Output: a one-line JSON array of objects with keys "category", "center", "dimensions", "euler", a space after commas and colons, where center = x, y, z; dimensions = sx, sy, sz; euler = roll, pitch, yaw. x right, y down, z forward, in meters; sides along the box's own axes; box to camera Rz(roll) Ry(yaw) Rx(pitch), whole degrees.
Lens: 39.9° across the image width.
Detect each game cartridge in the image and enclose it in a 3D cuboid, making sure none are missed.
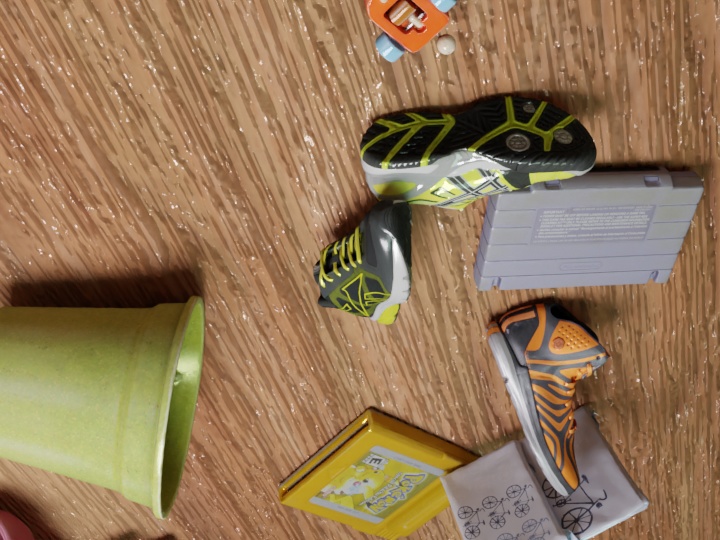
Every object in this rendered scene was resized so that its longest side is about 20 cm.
[{"category": "game cartridge", "center": [0.030, 0.254, 1.192], "dimensions": [0.198, 0.033, 0.176], "euler": [28, 124, -31]}, {"category": "game cartridge", "center": [0.212, -0.039, 0.938], "dimensions": [0.196, 0.039, 0.131], "euler": [-2, 130, -8]}]

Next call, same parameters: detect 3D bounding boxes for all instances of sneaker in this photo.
[{"category": "sneaker", "center": [0.213, 0.128, 1.023], "dimensions": [0.110, 0.078, 0.203], "euler": [-22, 101, 6]}, {"category": "sneaker", "center": [0.000, 0.000, 0.877], "dimensions": [0.083, 0.076, 0.201], "euler": [3, 156, -3]}, {"category": "sneaker", "center": [0.099, -0.094, 0.844], "dimensions": [0.196, 0.076, 0.077], "euler": [-1, 143, 5]}]

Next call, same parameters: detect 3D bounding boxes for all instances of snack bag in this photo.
[{"category": "snack bag", "center": [0.196, 0.240, 1.083], "dimensions": [0.197, 0.189, 0.022], "euler": [-27, 117, 3]}]

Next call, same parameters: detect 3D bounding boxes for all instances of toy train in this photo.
[{"category": "toy train", "center": [0.052, -0.248, 0.692], "dimensions": [0.149, 0.056, 0.200], "euler": [25, 128, -32]}]

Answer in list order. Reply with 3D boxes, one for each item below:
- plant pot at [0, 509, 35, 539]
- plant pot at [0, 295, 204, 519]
[{"category": "plant pot", "center": [-0.418, 0.384, 1.140], "dimensions": [0.197, 0.203, 0.179], "euler": [-23, 150, 13]}, {"category": "plant pot", "center": [-0.250, 0.112, 0.909], "dimensions": [0.181, 0.202, 0.202], "euler": [8, 134, -2]}]
